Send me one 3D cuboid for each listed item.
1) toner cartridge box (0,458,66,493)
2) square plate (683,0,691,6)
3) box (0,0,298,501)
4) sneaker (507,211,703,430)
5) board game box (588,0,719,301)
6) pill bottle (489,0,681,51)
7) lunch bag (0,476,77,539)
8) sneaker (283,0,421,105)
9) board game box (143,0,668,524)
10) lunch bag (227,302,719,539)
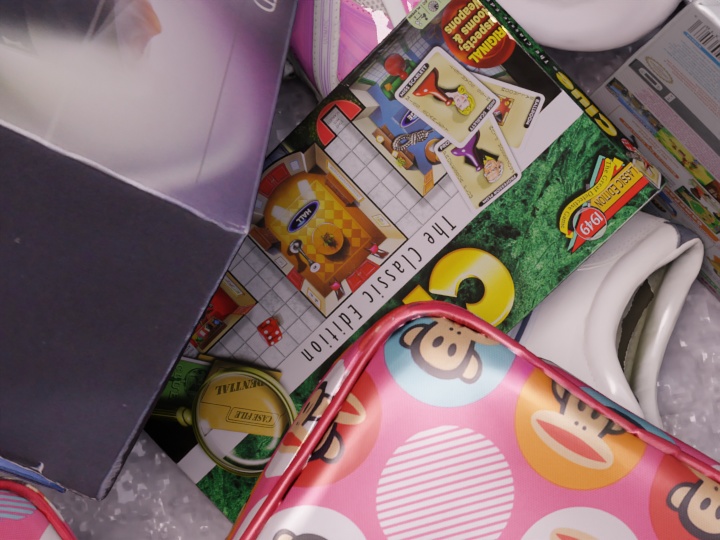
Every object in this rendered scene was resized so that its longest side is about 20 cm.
[{"bbox_3d":[-0.191,0.019,0.716,0.200,0.095,0.043,21,82,-15],"label":"toner cartridge box"},{"bbox_3d":[0.176,-0.204,0.872,0.198,0.028,0.200,-30,86,-14],"label":"square plate"},{"bbox_3d":[-0.132,-0.064,0.680,0.198,0.123,0.200,25,33,-12],"label":"box"},{"bbox_3d":[0.069,0.064,0.772,0.071,0.073,0.200,9,74,32],"label":"sneaker"},{"bbox_3d":[0.159,-0.036,0.750,0.148,0.200,0.064,46,78,0],"label":"board game box"},{"bbox_3d":[0.107,-0.177,0.766,0.109,0.109,0.200,39,56,-1],"label":"pill bottle"},{"bbox_3d":[-0.116,0.168,0.694,0.176,0.082,0.200,-38,106,-35],"label":"lunch bag"},{"bbox_3d":[0.008,-0.091,0.803,0.081,0.088,0.200,-21,102,-50],"label":"sneaker"},{"bbox_3d":[0.000,0.000,0.758,0.105,0.023,0.200,45,108,-1],"label":"board game box"},{"bbox_3d":[0.049,0.125,0.690,0.200,0.082,0.176,33,85,0],"label":"lunch bag"}]
